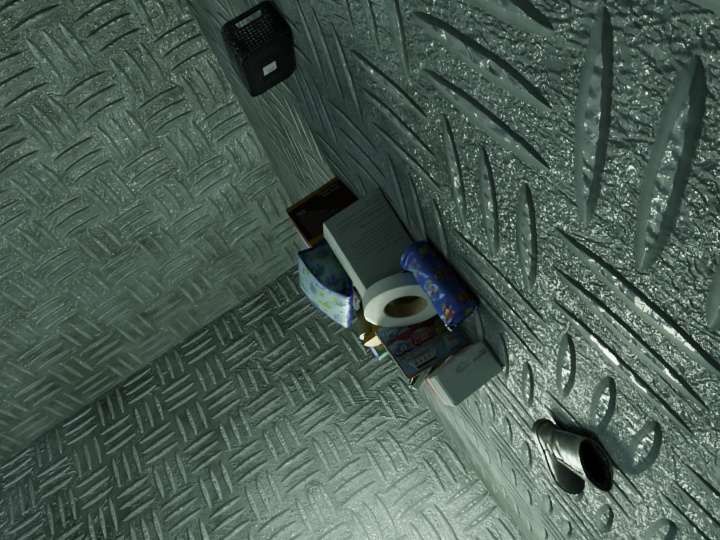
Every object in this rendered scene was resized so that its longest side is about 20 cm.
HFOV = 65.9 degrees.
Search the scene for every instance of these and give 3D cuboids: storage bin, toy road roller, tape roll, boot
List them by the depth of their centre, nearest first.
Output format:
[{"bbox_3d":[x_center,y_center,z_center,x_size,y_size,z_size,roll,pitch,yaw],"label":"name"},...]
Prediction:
[{"bbox_3d":[0.413,0.369,1.044,0.183,0.072,0.200,56,167,-4],"label":"boot"},{"bbox_3d":[-0.237,-0.517,1.314,0.094,0.134,0.200,56,173,5],"label":"storage bin"},{"bbox_3d":[0.102,0.073,1.316,0.204,0.200,0.038,68,-169,-57],"label":"tape roll"},{"bbox_3d":[0.093,0.125,1.533,0.200,0.144,0.125,-38,51,46],"label":"toy road roller"}]

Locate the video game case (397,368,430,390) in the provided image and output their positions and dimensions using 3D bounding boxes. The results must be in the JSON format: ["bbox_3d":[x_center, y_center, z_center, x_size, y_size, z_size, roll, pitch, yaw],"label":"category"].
[{"bbox_3d":[0.183,0.245,1.616,0.022,0.183,0.200,34,176,-8],"label":"video game case"}]

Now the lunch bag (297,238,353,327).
[{"bbox_3d":[-0.081,0.042,1.542,0.201,0.126,0.171,53,160,27],"label":"lunch bag"}]

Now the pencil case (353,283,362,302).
[{"bbox_3d":[0.000,0.000,1.599,0.202,0.088,0.088,64,170,-27],"label":"pencil case"}]

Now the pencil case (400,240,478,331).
[{"bbox_3d":[0.164,0.030,1.176,0.201,0.077,0.087,55,151,28],"label":"pencil case"}]

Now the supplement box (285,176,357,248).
[{"bbox_3d":[-0.090,-0.143,1.707,0.200,0.196,0.133,50,171,41],"label":"supplement box"}]

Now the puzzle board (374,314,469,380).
[{"bbox_3d":[0.156,0.166,1.390,0.151,0.198,0.018,52,154,27],"label":"puzzle board"}]

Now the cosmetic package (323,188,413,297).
[{"bbox_3d":[0.024,-0.063,1.389,0.201,0.164,0.165,57,174,3],"label":"cosmetic package"}]

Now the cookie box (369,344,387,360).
[{"bbox_3d":[0.118,0.182,1.688,0.076,0.199,0.171,53,174,11],"label":"cookie box"}]

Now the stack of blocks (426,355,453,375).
[{"bbox_3d":[0.230,0.270,1.611,0.059,0.115,0.200,46,174,-6],"label":"stack of blocks"}]

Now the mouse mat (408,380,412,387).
[{"bbox_3d":[0.167,0.203,1.506,0.007,0.202,0.162,16,151,5],"label":"mouse mat"}]

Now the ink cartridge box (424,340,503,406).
[{"bbox_3d":[0.242,0.248,1.330,0.084,0.143,0.200,53,173,10],"label":"ink cartridge box"}]

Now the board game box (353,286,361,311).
[{"bbox_3d":[0.047,0.105,1.738,0.127,0.035,0.199,51,-155,24],"label":"board game box"}]
